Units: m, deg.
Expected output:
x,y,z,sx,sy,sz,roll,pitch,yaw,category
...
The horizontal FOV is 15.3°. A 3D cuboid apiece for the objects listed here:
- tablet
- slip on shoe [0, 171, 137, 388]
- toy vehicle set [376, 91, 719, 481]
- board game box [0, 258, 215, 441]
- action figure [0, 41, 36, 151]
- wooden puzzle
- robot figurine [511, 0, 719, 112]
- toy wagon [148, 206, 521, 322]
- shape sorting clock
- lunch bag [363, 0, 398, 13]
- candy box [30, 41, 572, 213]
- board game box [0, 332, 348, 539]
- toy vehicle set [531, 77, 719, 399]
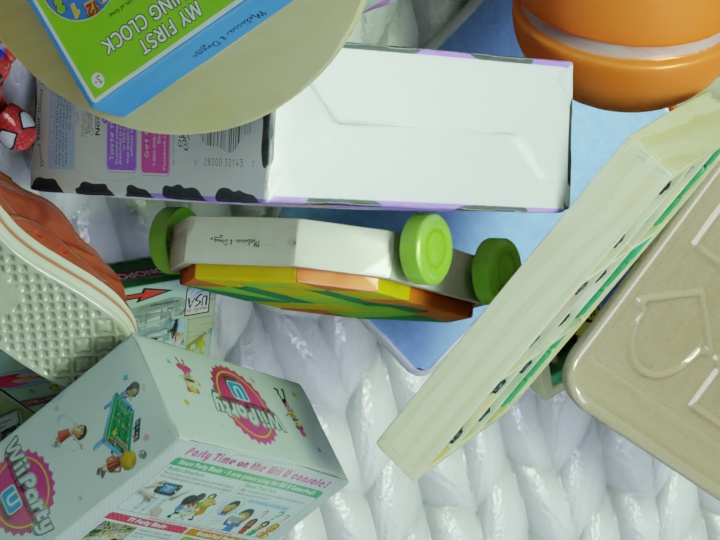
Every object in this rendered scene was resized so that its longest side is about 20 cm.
x,y,z,sx,sy,sz,roll,pitch,yaw,category
0.059,-0.056,1.397,0.200,0.014,0.130,-45,111,-5,tablet
-0.183,-0.022,1.227,0.074,0.061,0.200,-41,118,19,slip on shoe
0.095,0.006,1.257,0.200,0.026,0.124,-52,170,26,toy vehicle set
-0.168,0.070,1.318,0.199,0.029,0.135,-10,120,-32,board game box
-0.199,-0.119,1.174,0.065,0.052,0.200,-46,136,-10,action figure
0.207,0.013,1.499,0.185,0.046,0.201,33,90,-45,wooden puzzle
0.129,-0.162,1.271,0.143,0.117,0.201,-4,124,-10,robot figurine
0.000,0.000,1.299,0.200,0.154,0.040,17,78,-56,toy wagon
-0.082,-0.152,1.074,0.039,0.199,0.201,-31,138,-60,shape sorting clock
-0.032,-0.211,1.164,0.077,0.161,0.200,-18,139,24,lunch bag
-0.030,-0.065,1.219,0.167,0.199,0.072,1,92,-37,candy box
-0.126,0.125,1.293,0.200,0.065,0.147,-38,151,19,board game box
0.168,-0.026,1.502,0.199,0.026,0.125,-29,131,-19,toy vehicle set
